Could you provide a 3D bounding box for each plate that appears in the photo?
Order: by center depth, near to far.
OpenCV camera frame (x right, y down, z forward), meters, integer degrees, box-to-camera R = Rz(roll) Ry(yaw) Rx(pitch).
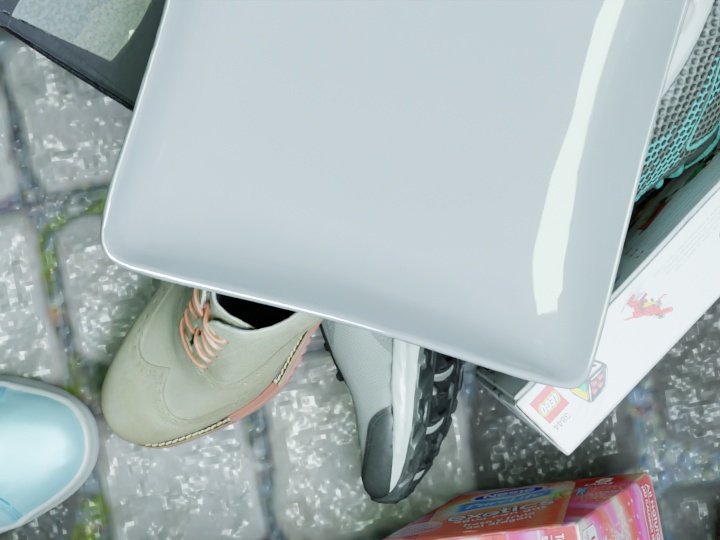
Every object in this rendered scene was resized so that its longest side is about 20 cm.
[{"bbox_3d":[0.017,-0.075,0.927,0.199,0.032,0.200,16,89,-19],"label":"plate"}]

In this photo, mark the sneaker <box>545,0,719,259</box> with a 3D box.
[{"bbox_3d":[0.107,-0.053,1.012,0.091,0.078,0.200,23,103,-45],"label":"sneaker"}]

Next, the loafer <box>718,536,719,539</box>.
[{"bbox_3d":[0.202,0.086,1.088,0.063,0.072,0.200,42,82,14],"label":"loafer"}]

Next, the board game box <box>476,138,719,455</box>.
[{"bbox_3d":[0.133,-0.012,1.040,0.035,0.126,0.200,43,89,-5],"label":"board game box"}]

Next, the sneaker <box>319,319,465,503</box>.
[{"bbox_3d":[0.000,0.000,1.065,0.079,0.074,0.201,-5,93,15],"label":"sneaker"}]

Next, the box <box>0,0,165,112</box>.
[{"bbox_3d":[-0.053,-0.158,1.002,0.132,0.115,0.200,31,90,25],"label":"box"}]

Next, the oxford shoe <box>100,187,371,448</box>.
[{"bbox_3d":[-0.053,0.012,1.016,0.200,0.074,0.071,-44,76,32],"label":"oxford shoe"}]

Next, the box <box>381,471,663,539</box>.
[{"bbox_3d":[0.083,0.195,1.046,0.094,0.103,0.201,-9,93,25],"label":"box"}]

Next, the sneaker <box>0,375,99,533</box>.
[{"bbox_3d":[-0.208,0.090,1.040,0.199,0.082,0.074,-10,95,-4],"label":"sneaker"}]
